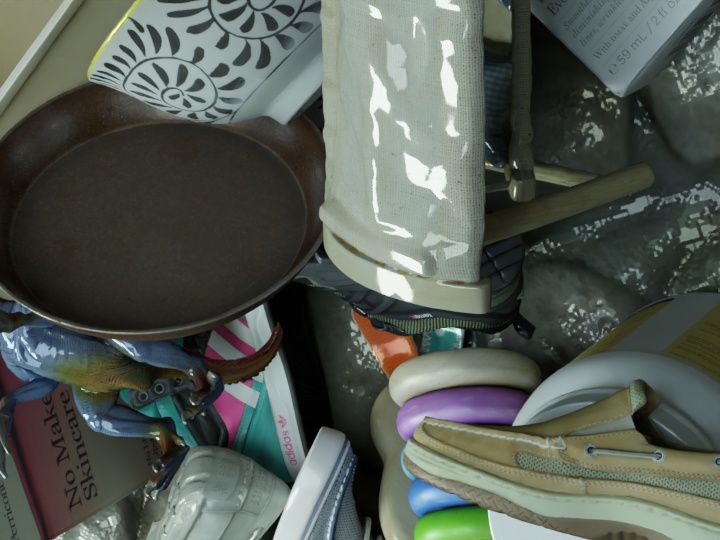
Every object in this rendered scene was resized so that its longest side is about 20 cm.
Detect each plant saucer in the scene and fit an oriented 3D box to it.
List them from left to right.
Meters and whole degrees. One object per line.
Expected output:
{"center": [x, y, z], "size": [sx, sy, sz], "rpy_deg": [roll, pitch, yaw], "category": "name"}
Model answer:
{"center": [-0.111, -0.032, 1.146], "size": [0.200, 0.200, 0.034], "rpy_deg": [20, 141, 20], "category": "plant saucer"}

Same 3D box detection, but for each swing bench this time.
{"center": [0.049, -0.113, 1.034], "size": [0.130, 0.200, 0.199], "rpy_deg": [13, 117, 29], "category": "swing bench"}

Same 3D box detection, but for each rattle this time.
{"center": [0.055, 0.121, 1.268], "size": [0.130, 0.143, 0.200], "rpy_deg": [-36, 68, -3], "category": "rattle"}

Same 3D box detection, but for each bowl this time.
{"center": [-0.041, -0.141, 1.124], "size": [0.094, 0.201, 0.201], "rpy_deg": [45, 118, -2], "category": "bowl"}

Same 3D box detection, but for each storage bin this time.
{"center": [-0.211, -0.177, 1.242], "size": [0.200, 0.094, 0.199], "rpy_deg": [-52, 59, 16], "category": "storage bin"}

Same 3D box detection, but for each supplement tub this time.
{"center": [0.160, 0.100, 1.113], "size": [0.145, 0.200, 0.145], "rpy_deg": [7, 106, 25], "category": "supplement tub"}

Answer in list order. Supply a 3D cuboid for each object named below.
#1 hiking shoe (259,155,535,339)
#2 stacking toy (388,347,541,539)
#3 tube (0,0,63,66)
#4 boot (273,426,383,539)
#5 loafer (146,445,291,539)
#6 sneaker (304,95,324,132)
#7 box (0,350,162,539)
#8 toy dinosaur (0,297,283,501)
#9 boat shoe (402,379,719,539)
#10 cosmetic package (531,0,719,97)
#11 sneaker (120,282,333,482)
{"center": [0.000, 0.000, 1.196], "size": [0.200, 0.076, 0.101], "rpy_deg": [16, 149, 23], "category": "hiking shoe"}
{"center": [0.064, 0.147, 1.146], "size": [0.085, 0.085, 0.200], "rpy_deg": [-14, 69, 28], "category": "stacking toy"}
{"center": [-0.212, -0.148, 1.319], "size": [0.200, 0.052, 0.058], "rpy_deg": [-35, 108, 26], "category": "tube"}
{"center": [-0.004, 0.170, 1.258], "size": [0.090, 0.073, 0.200], "rpy_deg": [21, 143, 6], "category": "boot"}
{"center": [-0.096, 0.175, 1.308], "size": [0.070, 0.070, 0.200], "rpy_deg": [17, 146, -9], "category": "loafer"}
{"center": [-0.027, -0.128, 1.235], "size": [0.200, 0.076, 0.088], "rpy_deg": [34, 86, 23], "category": "sneaker"}
{"center": [-0.222, 0.100, 1.299], "size": [0.109, 0.200, 0.128], "rpy_deg": [-13, 97, 27], "category": "box"}
{"center": [-0.172, 0.052, 1.183], "size": [0.181, 0.200, 0.105], "rpy_deg": [32, 113, 13], "category": "toy dinosaur"}
{"center": [0.121, 0.087, 0.986], "size": [0.200, 0.072, 0.076], "rpy_deg": [13, 93, 15], "category": "boat shoe"}
{"center": [0.109, -0.200, 1.136], "size": [0.200, 0.074, 0.102], "rpy_deg": [44, 118, 9], "category": "cosmetic package"}
{"center": [-0.094, 0.039, 1.293], "size": [0.121, 0.084, 0.200], "rpy_deg": [-8, 100, 18], "category": "sneaker"}
